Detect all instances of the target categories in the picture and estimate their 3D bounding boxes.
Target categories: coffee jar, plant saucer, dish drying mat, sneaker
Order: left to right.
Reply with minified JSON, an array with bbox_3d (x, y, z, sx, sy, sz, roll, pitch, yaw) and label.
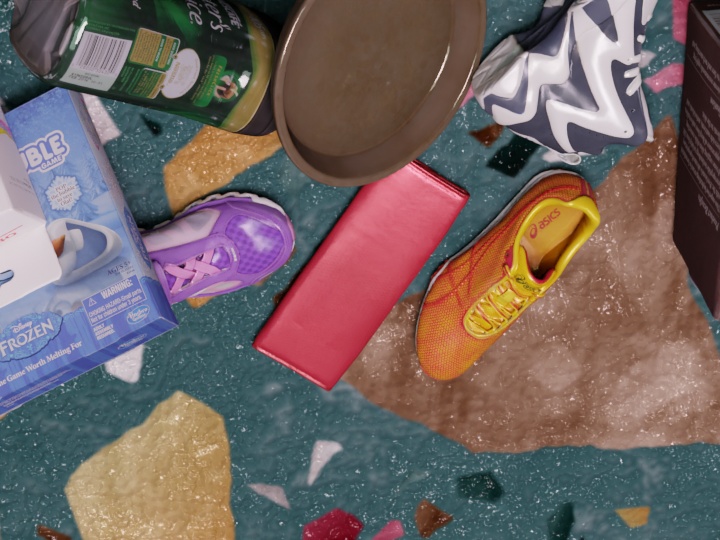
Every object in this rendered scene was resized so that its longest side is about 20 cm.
[{"bbox_3d":[-0.140,-0.159,1.452,0.200,0.104,0.085,13,112,-38],"label":"coffee jar"},{"bbox_3d":[-0.147,0.000,1.561,0.200,0.088,0.081,-12,112,1],"label":"sneaker"},{"bbox_3d":[0.000,0.000,1.607,0.077,0.018,0.200,31,109,-14],"label":"dish drying mat"},{"bbox_3d":[0.010,-0.156,1.482,0.200,0.029,0.200,-25,131,-32],"label":"plant saucer"},{"bbox_3d":[0.107,0.007,1.584,0.073,0.077,0.200,30,110,-16],"label":"sneaker"},{"bbox_3d":[0.194,-0.158,1.519,0.130,0.079,0.199,40,101,-23],"label":"sneaker"}]

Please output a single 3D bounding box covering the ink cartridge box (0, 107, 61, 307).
[{"bbox_3d":[-0.307,-0.065,1.480,0.117,0.067,0.200,-26,76,8],"label":"ink cartridge box"}]

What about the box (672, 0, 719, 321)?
[{"bbox_3d":[0.330,-0.084,1.508,0.164,0.166,0.200,-1,113,-3],"label":"box"}]

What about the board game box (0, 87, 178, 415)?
[{"bbox_3d":[-0.263,-0.006,1.518,0.200,0.043,0.199,-27,74,8],"label":"board game box"}]
